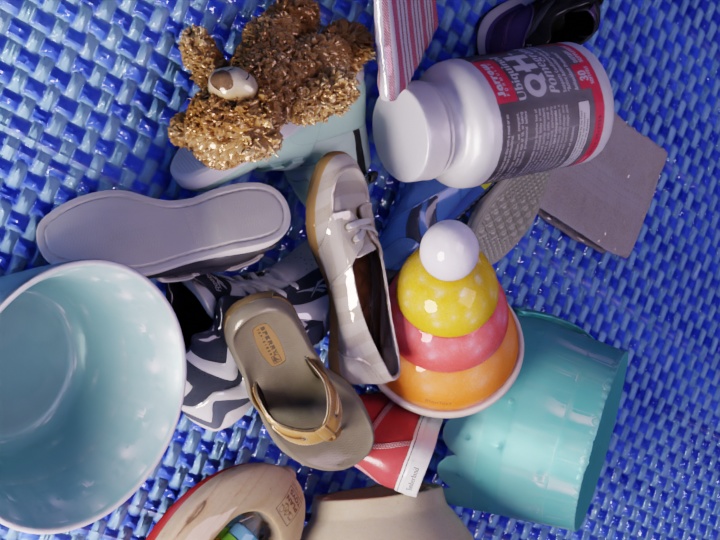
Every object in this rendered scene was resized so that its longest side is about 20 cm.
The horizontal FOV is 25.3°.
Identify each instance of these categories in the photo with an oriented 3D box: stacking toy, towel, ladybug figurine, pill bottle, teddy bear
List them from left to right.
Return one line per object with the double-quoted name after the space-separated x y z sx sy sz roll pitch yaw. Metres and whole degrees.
-0.127 0.240 1.354 0.200 0.072 0.136 -45 129 -25 "ladybug figurine"
-0.068 -0.157 1.244 0.199 0.145 0.067 -29 154 -36 "teddy bear"
0.030 -0.239 1.325 0.200 0.030 0.147 -65 150 -61 "towel"
0.076 0.022 1.358 0.146 0.146 0.200 -46 160 -25 "stacking toy"
0.112 -0.131 1.380 0.199 0.110 0.112 -14 112 -33 "pill bottle"
0.236 -0.100 1.639 0.200 0.034 0.133 28 81 -44 "towel"

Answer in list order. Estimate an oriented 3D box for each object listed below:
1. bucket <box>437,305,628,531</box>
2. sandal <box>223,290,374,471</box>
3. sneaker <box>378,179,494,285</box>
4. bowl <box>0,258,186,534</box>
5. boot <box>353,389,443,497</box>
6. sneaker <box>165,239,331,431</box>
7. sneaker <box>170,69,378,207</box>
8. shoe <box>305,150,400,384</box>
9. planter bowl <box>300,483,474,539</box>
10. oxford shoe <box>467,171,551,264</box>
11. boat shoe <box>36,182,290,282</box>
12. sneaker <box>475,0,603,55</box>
0.166 0.142 1.516 0.207 0.134 0.209 17 90 -76 "bucket"
-0.048 0.100 1.287 0.080 0.054 0.201 -30 128 -2 "sandal"
0.054 -0.063 1.461 0.078 0.066 0.200 44 80 1 "sneaker"
-0.236 0.080 1.175 0.200 0.105 0.202 -15 113 -40 "bowl"
0.005 0.121 1.453 0.200 0.143 0.073 -58 168 -70 "boot"
-0.095 0.021 1.313 0.199 0.079 0.130 -44 138 -14 "sneaker"
-0.062 -0.084 1.320 0.200 0.074 0.119 -34 127 -32 "sneaker"
0.000 0.000 1.318 0.070 0.053 0.202 -26 116 -48 "shoe"
0.021 0.263 1.439 0.199 0.199 0.136 -3 85 -44 "planter bowl"
0.142 -0.096 1.534 0.075 0.058 0.201 4 114 -43 "oxford shoe"
-0.154 -0.025 1.242 0.199 0.060 0.074 -12 71 -23 "boat shoe"
0.204 -0.247 1.522 0.200 0.087 0.076 -43 129 -27 "sneaker"
